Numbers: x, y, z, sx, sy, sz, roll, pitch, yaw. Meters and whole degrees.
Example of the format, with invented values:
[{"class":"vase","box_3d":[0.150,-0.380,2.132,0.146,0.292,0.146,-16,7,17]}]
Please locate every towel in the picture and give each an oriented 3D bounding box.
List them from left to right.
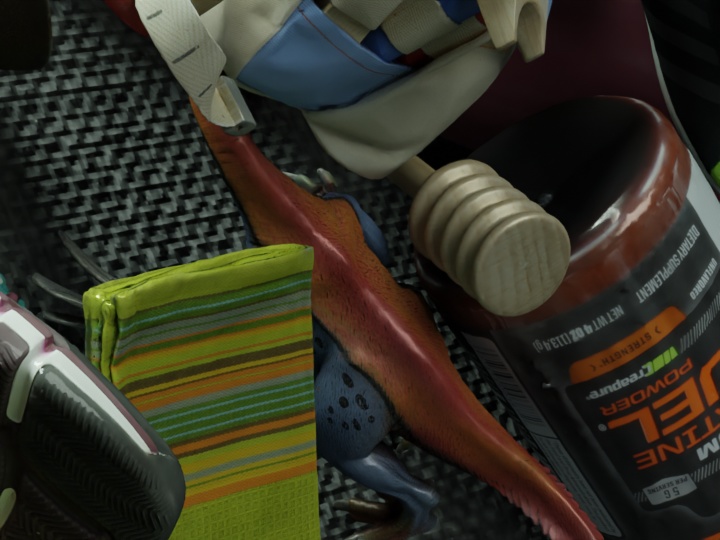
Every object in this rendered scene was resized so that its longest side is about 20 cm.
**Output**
[{"class":"towel","box_3d":[-0.040,0.095,0.737,0.086,0.018,0.202,-14,106,-42]}]

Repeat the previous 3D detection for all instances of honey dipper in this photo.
[{"class":"honey dipper","box_3d":[0.004,-0.044,0.843,0.038,0.038,0.200,8,21,-36]}]

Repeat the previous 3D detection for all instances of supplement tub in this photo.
[{"class":"supplement tub","box_3d":[0.109,0.040,0.881,0.200,0.106,0.107,54,40,-30]}]

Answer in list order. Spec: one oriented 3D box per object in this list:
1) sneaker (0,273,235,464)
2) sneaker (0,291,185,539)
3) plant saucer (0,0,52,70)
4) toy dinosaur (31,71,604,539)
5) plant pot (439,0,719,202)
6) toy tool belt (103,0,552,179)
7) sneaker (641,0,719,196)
[{"class":"sneaker","box_3d":[-0.115,0.030,0.750,0.199,0.077,0.080,24,43,-27]},{"class":"sneaker","box_3d":[-0.116,-0.009,0.680,0.199,0.076,0.116,34,42,2]},{"class":"plant saucer","box_3d":[-0.159,-0.146,0.750,0.032,0.200,0.201,-31,86,-17]},{"class":"toy dinosaur","box_3d":[0.000,0.000,0.803,0.105,0.199,0.182,-59,149,-36]},{"class":"plant pot","box_3d":[0.096,-0.111,0.938,0.178,0.200,0.201,9,58,-18]},{"class":"toy tool belt","box_3d":[0.007,-0.108,0.724,0.125,0.122,0.200,63,17,15]},{"class":"sneaker","box_3d":[0.127,-0.090,0.813,0.201,0.071,0.083,62,8,-12]}]
